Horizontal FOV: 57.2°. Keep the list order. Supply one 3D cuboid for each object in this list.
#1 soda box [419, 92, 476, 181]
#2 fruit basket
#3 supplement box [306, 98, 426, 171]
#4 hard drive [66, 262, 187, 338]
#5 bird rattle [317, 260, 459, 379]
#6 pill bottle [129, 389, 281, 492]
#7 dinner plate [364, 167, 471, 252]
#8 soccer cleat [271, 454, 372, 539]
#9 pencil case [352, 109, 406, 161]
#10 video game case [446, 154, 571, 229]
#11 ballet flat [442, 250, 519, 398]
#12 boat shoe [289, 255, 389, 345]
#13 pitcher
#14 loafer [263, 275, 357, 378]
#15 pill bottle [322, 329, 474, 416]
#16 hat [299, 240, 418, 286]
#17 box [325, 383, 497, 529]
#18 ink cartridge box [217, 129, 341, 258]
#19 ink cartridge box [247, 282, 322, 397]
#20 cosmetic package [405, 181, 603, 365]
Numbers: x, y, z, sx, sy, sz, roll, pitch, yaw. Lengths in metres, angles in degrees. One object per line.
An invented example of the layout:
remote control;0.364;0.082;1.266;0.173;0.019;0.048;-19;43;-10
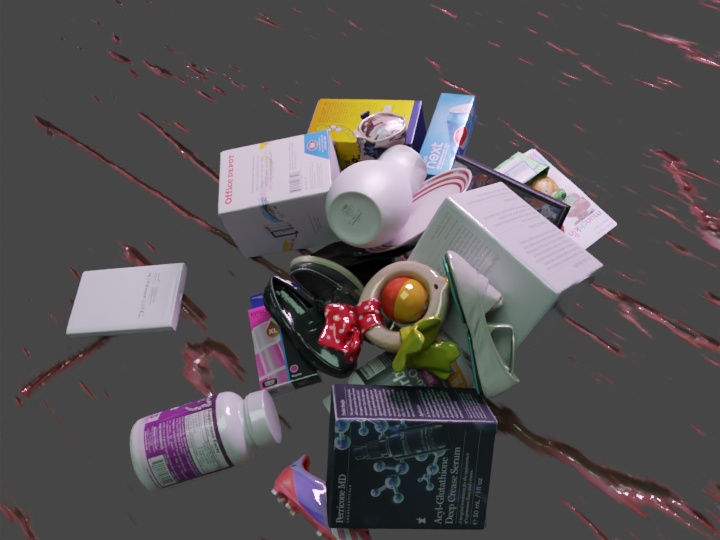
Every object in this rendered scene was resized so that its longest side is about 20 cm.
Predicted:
soda box;0.158;-0.233;1.218;0.068;0.064;0.200;10;61;19
fruit basket;0.284;-0.096;1.084;0.185;0.094;0.200;-34;60;-10
supplement box;0.015;-0.241;1.229;0.200;0.109;0.110;5;59;17
hard drive;-0.419;0.054;1.190;0.200;0.027;0.132;-5;57;10
bird rattle;0.047;0.064;0.895;0.200;0.113;0.163;15;71;41
pill bottle;-0.223;0.244;0.971;0.200;0.112;0.112;-18;56;1
dinner plate;0.091;-0.088;1.020;0.200;0.024;0.200;-36;18;14
soccer cleat;-0.035;0.333;0.901;0.200;0.067;0.076;30;64;30
pencil case;0.036;-0.178;1.134;0.089;0.200;0.078;-9;52;-3
video game case;0.205;-0.062;1.049;0.200;0.025;0.181;32;114;29
ballet flat;0.158;0.064;0.842;0.069;0.069;0.200;-16;99;3
boat shoe;-0.029;0.048;1.009;0.072;0.200;0.065;-20;45;39
pitcher;0.011;-0.094;1.000;0.121;0.172;0.200;38;31;1
loafer;-0.081;0.087;1.026;0.068;0.070;0.201;-35;64;-26
pill bottle;0.053;0.173;0.949;0.200;0.116;0.116;-33;57;-8
hat;0.000;0.000;1.087;0.200;0.081;0.201;-9;12;2
box;0.059;0.235;0.843;0.200;0.149;0.107;2;13;-5
ink cartridge box;-0.134;-0.132;1.171;0.200;0.145;0.147;-9;56;7
ink cartridge box;-0.129;0.104;1.087;0.095;0.037;0.200;-17;54;1
cosmetic package;0.194;0.006;0.939;0.200;0.166;0.167;45;36;22
